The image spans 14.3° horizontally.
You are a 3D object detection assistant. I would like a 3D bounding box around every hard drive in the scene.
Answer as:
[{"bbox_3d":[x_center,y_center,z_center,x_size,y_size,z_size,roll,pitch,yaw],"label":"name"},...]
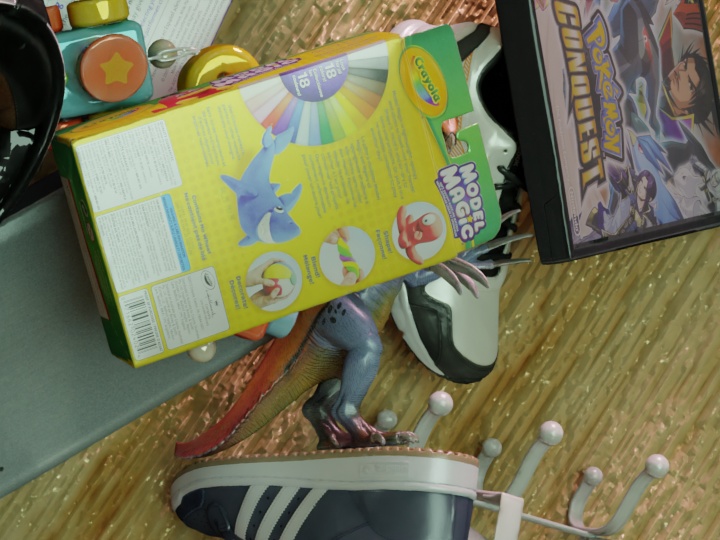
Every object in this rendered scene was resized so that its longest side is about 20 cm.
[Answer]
[{"bbox_3d":[-0.141,0.016,1.463,0.200,0.033,0.140,-30,122,-16],"label":"hard drive"}]

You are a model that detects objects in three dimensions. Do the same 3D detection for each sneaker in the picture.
[{"bbox_3d":[-0.025,0.149,1.449,0.070,0.200,0.109,14,74,-45],"label":"sneaker"},{"bbox_3d":[0.057,-0.039,1.548,0.074,0.080,0.201,-7,93,-58],"label":"sneaker"}]

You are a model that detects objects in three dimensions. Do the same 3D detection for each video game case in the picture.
[{"bbox_3d":[0.140,-0.114,1.582,0.181,0.025,0.201,-12,93,-52],"label":"video game case"}]

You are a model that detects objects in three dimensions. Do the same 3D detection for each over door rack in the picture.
[{"bbox_3d":[0.103,0.117,1.504,0.147,0.200,0.067,16,93,-21],"label":"over door rack"}]

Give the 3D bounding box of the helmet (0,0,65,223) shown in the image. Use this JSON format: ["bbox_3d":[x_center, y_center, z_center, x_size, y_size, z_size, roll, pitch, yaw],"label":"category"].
[{"bbox_3d":[-0.249,-0.105,1.322,0.200,0.191,0.200,-30,141,-27],"label":"helmet"}]

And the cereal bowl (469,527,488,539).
[{"bbox_3d":[0.016,0.220,1.528,0.199,0.083,0.201,1,86,-23],"label":"cereal bowl"}]

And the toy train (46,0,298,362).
[{"bbox_3d":[-0.097,-0.049,1.407,0.200,0.056,0.151,28,84,-21],"label":"toy train"}]

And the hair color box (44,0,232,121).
[{"bbox_3d":[-0.172,-0.155,1.474,0.200,0.065,0.110,29,78,-22],"label":"hair color box"}]

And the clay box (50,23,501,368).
[{"bbox_3d":[-0.038,-0.040,1.380,0.199,0.048,0.115,-19,103,-18],"label":"clay box"}]

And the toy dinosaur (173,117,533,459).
[{"bbox_3d":[0.000,0.000,1.467,0.199,0.105,0.182,-4,87,-7],"label":"toy dinosaur"}]
